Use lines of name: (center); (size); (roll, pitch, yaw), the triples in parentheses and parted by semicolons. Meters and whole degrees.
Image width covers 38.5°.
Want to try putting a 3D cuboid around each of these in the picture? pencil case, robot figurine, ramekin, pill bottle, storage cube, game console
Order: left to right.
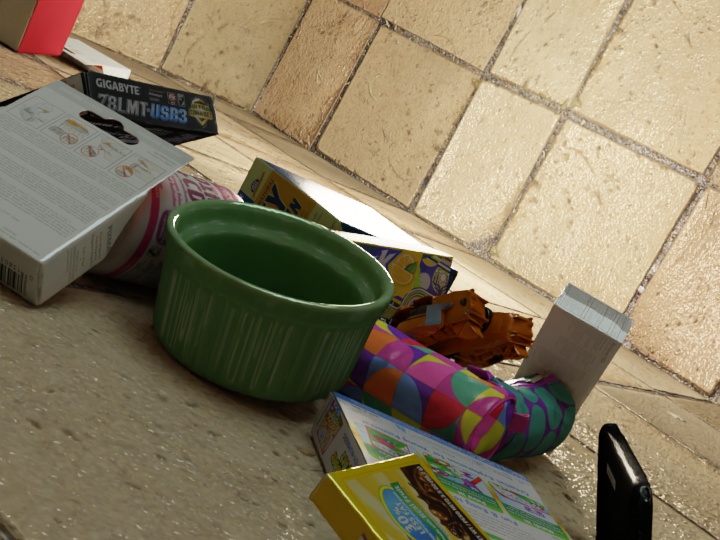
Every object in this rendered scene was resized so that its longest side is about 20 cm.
storage cube: (-0.687, -0.557, 2.091); (0.170, 0.201, 0.180); (30, 15, 6)
pill bottle: (-0.176, -0.037, 0.987); (0.113, 0.114, 0.199); (35, 10, 35)
ramekin: (-0.080, 0.026, 0.877); (0.199, 0.098, 0.200); (18, 20, -7)
pencil case: (0.050, 0.108, 0.945); (0.199, 0.089, 0.088); (29, 8, 30)
robot figurine: (0.068, 0.074, 1.048); (0.144, 0.059, 0.199); (25, -33, -37)
pencil case: (0.150, 0.145, 1.046); (0.085, 0.093, 0.200); (13, 1, 29)
game console: (0.263, 0.235, 0.854); (0.115, 0.178, 0.200); (1, 6, 5)

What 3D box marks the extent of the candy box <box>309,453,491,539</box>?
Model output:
candy box: (0.063, 0.190, 0.592); (0.200, 0.026, 0.102); (46, 25, 27)

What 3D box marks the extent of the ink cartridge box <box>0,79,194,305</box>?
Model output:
ink cartridge box: (-0.260, -0.073, 0.855); (0.162, 0.057, 0.200); (30, 35, 12)

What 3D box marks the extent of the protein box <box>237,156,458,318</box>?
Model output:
protein box: (-0.035, -0.010, 1.215); (0.198, 0.136, 0.200); (21, 12, -41)

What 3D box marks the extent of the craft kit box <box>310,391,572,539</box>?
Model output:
craft kit box: (0.072, 0.181, 0.770); (0.199, 0.049, 0.198); (26, 7, -18)

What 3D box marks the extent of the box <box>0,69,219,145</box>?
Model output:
box: (-0.283, -0.147, 1.062); (0.197, 0.050, 0.200); (-9, -3, 29)

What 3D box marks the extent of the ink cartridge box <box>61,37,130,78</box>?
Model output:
ink cartridge box: (-0.631, -0.473, 2.306); (0.159, 0.048, 0.200); (31, 14, 11)

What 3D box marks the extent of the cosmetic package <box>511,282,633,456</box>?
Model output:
cosmetic package: (0.220, 0.113, 1.142); (0.082, 0.201, 0.051); (32, 43, 13)

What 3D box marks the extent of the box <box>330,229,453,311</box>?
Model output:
box: (0.000, 0.000, 1.057); (0.199, 0.071, 0.064); (8, 7, -40)
